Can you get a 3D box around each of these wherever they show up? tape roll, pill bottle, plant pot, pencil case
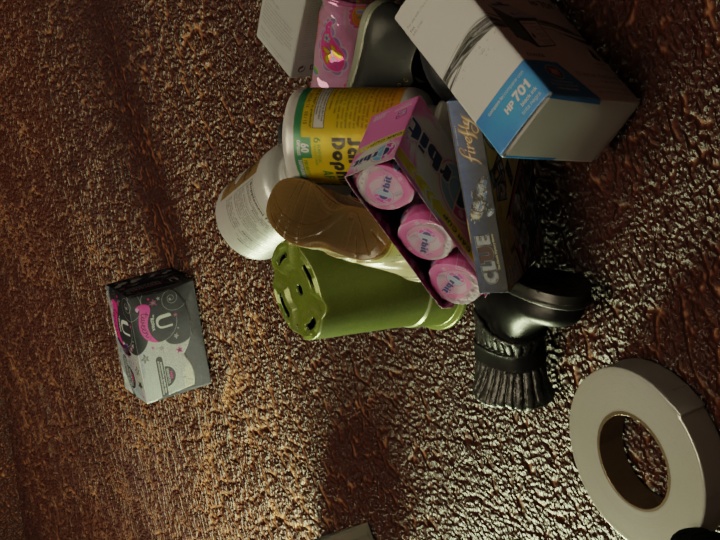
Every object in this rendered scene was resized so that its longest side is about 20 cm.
[{"bbox_3d":[0.293,0.190,1.373,0.203,0.037,0.204,37,135,48],"label":"tape roll"},{"bbox_3d":[0.022,-0.150,1.506,0.199,0.113,0.113,3,113,16],"label":"pill bottle"},{"bbox_3d":[0.000,0.000,1.624,0.200,0.189,0.201,34,131,49],"label":"plant pot"},{"bbox_3d":[-0.016,-0.256,1.634,0.087,0.087,0.201,42,138,43],"label":"pencil case"},{"bbox_3d":[-0.091,-0.097,1.684,0.200,0.114,0.115,-31,78,52],"label":"pill bottle"}]

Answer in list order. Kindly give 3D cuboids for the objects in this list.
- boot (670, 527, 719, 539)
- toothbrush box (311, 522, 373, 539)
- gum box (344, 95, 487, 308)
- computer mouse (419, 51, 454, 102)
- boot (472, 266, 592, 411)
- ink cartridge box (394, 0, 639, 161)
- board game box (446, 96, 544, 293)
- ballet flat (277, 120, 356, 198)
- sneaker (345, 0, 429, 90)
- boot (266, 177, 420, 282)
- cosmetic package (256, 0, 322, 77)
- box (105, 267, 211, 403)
[{"bbox_3d":[0.364,0.362,1.279,0.200,0.076,0.169,31,129,32],"label":"boot"},{"bbox_3d":[-0.038,0.478,2.043,0.200,0.085,0.147,-38,71,60],"label":"toothbrush box"},{"bbox_3d":[0.076,-0.066,1.407,0.066,0.114,0.200,-20,121,32],"label":"gum box"},{"bbox_3d":[0.082,-0.254,1.430,0.138,0.053,0.201,-32,-78,-76],"label":"computer mouse"},{"bbox_3d":[0.185,0.079,1.452,0.211,0.079,0.159,-164,68,-69],"label":"boot"},{"bbox_3d":[0.149,-0.202,1.291,0.086,0.146,0.200,-53,57,33],"label":"ink cartridge box"},{"bbox_3d":[0.142,-0.094,1.380,0.034,0.135,0.201,-3,108,26],"label":"board game box"},{"bbox_3d":[-0.045,-0.118,1.765,0.073,0.073,0.201,-26,88,61],"label":"ballet flat"},{"bbox_3d":[0.039,-0.206,1.567,0.106,0.075,0.201,39,135,45],"label":"sneaker"},{"bbox_3d":[0.003,-0.043,1.509,0.199,0.155,0.073,19,92,41],"label":"boot"},{"bbox_3d":[-0.066,-0.353,1.677,0.102,0.074,0.201,53,143,33],"label":"cosmetic package"},{"bbox_3d":[-0.356,0.114,2.355,0.115,0.132,0.201,18,120,58],"label":"box"}]
